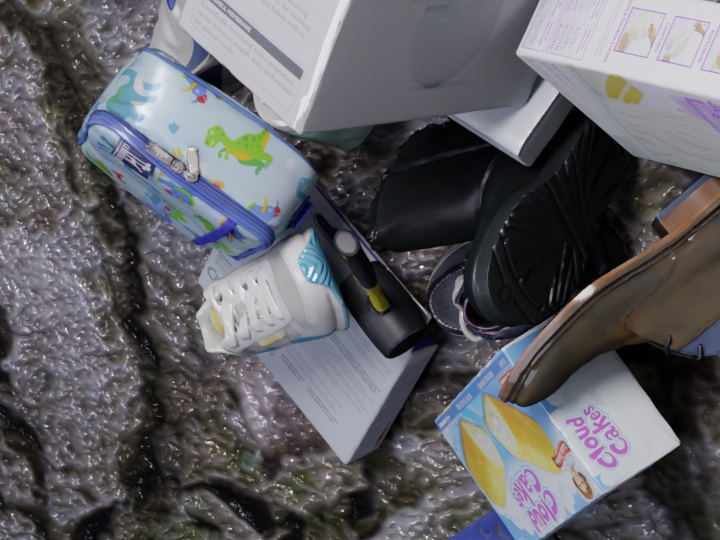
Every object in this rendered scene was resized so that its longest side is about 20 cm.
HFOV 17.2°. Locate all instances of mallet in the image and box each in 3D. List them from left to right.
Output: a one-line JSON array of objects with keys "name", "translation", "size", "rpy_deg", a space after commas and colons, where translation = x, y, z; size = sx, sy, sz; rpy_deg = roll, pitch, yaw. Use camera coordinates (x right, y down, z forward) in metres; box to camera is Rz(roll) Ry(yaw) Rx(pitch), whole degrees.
[{"name": "mallet", "translation": [0.000, 0.000, 1.600], "size": [0.066, 0.041, 0.200], "rpy_deg": [53, 177, 24]}]

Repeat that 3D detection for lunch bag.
[{"name": "lunch bag", "translation": [-0.115, -0.076, 1.658], "size": [0.160, 0.083, 0.200], "rpy_deg": [36, 172, -9]}]

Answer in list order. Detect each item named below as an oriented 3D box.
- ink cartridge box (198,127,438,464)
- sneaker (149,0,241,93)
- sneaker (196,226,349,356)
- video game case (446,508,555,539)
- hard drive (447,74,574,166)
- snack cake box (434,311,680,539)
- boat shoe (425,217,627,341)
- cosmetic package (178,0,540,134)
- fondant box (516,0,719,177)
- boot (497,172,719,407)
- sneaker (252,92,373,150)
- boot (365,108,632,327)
[{"name": "ink cartridge box", "translation": [-0.027, 0.016, 1.787], "size": [0.197, 0.043, 0.200], "rpy_deg": [51, 141, 18]}, {"name": "sneaker", "translation": [-0.114, -0.208, 1.732], "size": [0.116, 0.080, 0.199], "rpy_deg": [67, 152, 16]}, {"name": "sneaker", "translation": [-0.063, 0.024, 1.689], "size": [0.200, 0.080, 0.077], "rpy_deg": [136, 114, -72]}, {"name": "video game case", "translation": [0.095, 0.277, 1.676], "size": [0.182, 0.200, 0.045], "rpy_deg": [52, 139, 12]}, {"name": "hard drive", "translation": [0.067, -0.169, 1.505], "size": [0.200, 0.132, 0.027], "rpy_deg": [35, 179, 31]}, {"name": "snack cake box", "translation": [0.128, 0.108, 1.597], "size": [0.115, 0.067, 0.200], "rpy_deg": [56, 161, 9]}, {"name": "boat shoe", "translation": [0.085, 0.014, 1.611], "size": [0.200, 0.093, 0.075], "rpy_deg": [-28, 91, 54]}, {"name": "cosmetic package", "translation": [0.029, -0.202, 1.363], "size": [0.123, 0.199, 0.201], "rpy_deg": [43, 125, 30]}, {"name": "fondant box", "translation": [0.208, -0.100, 1.360], "size": [0.199, 0.058, 0.144], "rpy_deg": [17, 168, 42]}, {"name": "boot", "translation": [0.181, 0.035, 1.462], "size": [0.200, 0.075, 0.097], "rpy_deg": [-44, 84, 6]}, {"name": "sneaker", "translation": [-0.023, -0.182, 1.634], "size": [0.073, 0.118, 0.201], "rpy_deg": [2, 79, 25]}, {"name": "boot", "translation": [0.072, -0.035, 1.519], "size": [0.162, 0.199, 0.073], "rpy_deg": [-5, 129, 41]}]
